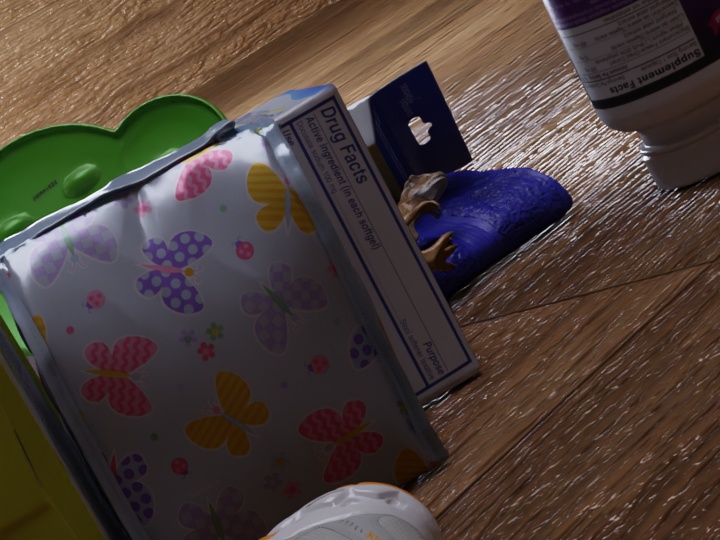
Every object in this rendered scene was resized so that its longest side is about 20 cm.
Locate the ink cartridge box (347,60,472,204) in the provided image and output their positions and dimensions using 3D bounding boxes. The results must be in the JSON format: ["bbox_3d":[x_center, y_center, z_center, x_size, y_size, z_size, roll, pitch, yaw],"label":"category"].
[{"bbox_3d":[-0.016,-0.049,1.594,0.199,0.047,0.198,-26,-21,4],"label":"ink cartridge box"}]

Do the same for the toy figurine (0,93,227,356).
[{"bbox_3d":[-0.143,-0.005,1.446,0.200,0.150,0.184,-37,-24,-2],"label":"toy figurine"}]

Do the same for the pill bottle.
[{"bbox_3d":[0.184,-0.158,1.436,0.111,0.201,0.111,-26,11,6],"label":"pill bottle"}]

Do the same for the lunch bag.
[{"bbox_3d":[-0.076,0.040,1.149,0.169,0.201,0.127,-29,15,-8],"label":"lunch bag"}]

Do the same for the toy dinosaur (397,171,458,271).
[{"bbox_3d":[0.000,0.000,1.415,0.106,0.061,0.200,19,34,36],"label":"toy dinosaur"}]

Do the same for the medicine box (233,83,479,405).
[{"bbox_3d":[-0.066,0.022,1.270,0.199,0.183,0.103,-30,11,-13],"label":"medicine box"}]

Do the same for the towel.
[{"bbox_3d":[0.030,-0.011,1.522,0.200,0.050,0.147,-35,16,-32],"label":"towel"}]

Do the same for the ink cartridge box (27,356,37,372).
[{"bbox_3d":[-0.359,0.104,1.904,0.146,0.085,0.199,-35,12,-35],"label":"ink cartridge box"}]

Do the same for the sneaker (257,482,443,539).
[{"bbox_3d":[-0.057,0.156,0.924,0.199,0.076,0.092,-29,15,5],"label":"sneaker"}]

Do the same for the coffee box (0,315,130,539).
[{"bbox_3d":[-0.242,0.129,1.163,0.199,0.201,0.198,-30,11,-5],"label":"coffee box"}]
